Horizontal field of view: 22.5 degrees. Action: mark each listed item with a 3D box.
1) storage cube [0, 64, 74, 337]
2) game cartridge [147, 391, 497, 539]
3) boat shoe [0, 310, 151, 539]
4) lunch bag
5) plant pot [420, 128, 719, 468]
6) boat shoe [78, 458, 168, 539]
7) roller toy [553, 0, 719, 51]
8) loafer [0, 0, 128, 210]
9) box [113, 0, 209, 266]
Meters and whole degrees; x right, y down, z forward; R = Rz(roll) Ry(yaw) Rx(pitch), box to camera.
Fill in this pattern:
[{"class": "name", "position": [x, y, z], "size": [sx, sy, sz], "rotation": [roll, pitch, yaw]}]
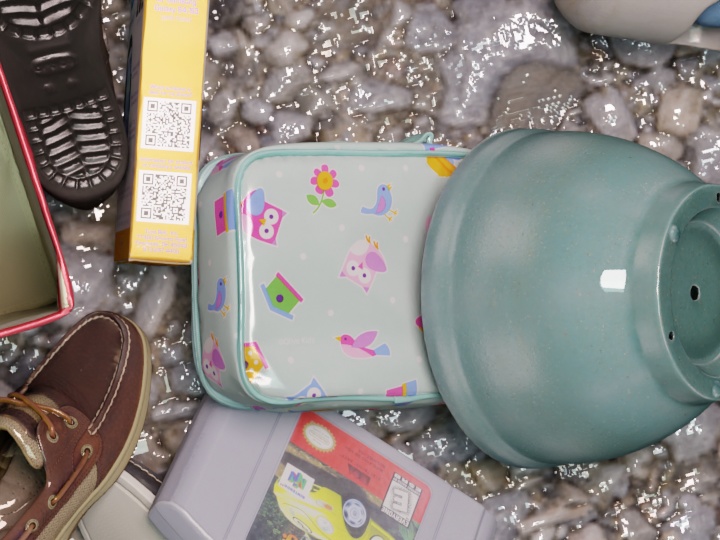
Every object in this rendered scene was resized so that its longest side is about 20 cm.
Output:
[{"class": "storage cube", "position": [-0.255, -0.036, 0.940], "size": [0.170, 0.180, 0.201], "rotation": [-19, 92, -10]}, {"class": "game cartridge", "position": [-0.019, 0.151, 1.054], "size": [0.199, 0.041, 0.133], "rotation": [33, 53, -11]}, {"class": "boat shoe", "position": [-0.181, 0.101, 1.011], "size": [0.072, 0.072, 0.201], "rotation": [18, 64, 23]}, {"class": "lunch bag", "position": [0.000, 0.000, 1.052], "size": [0.199, 0.077, 0.161], "rotation": [-1, 84, -31]}, {"class": "plant pot", "position": [0.149, 0.015, 1.027], "size": [0.200, 0.134, 0.202], "rotation": [2, 87, -46]}, {"class": "boat shoe", "position": [-0.086, 0.177, 1.062], "size": [0.200, 0.074, 0.060], "rotation": [42, 40, 8]}, {"class": "roller toy", "position": [0.196, -0.224, 1.062], "size": [0.139, 0.200, 0.183], "rotation": [7, 123, -11]}, {"class": "loafer", "position": [-0.179, -0.120, 1.036], "size": [0.073, 0.071, 0.201], "rotation": [-7, 69, -11]}, {"class": "box", "position": [-0.112, -0.103, 1.029], "size": [0.041, 0.119, 0.201], "rotation": [6, 89, -11]}]
